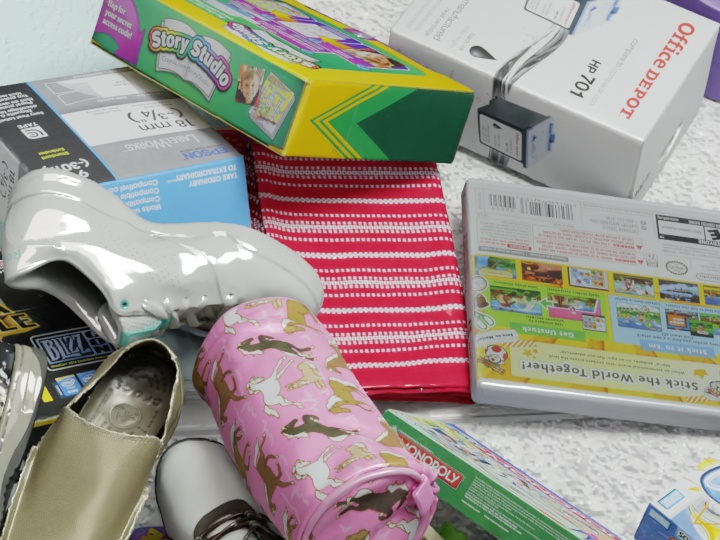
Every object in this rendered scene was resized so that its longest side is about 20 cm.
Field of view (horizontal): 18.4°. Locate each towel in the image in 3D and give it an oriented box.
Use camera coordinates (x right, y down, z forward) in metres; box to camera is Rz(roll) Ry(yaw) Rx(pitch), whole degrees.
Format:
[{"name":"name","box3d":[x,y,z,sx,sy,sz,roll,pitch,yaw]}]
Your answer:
[{"name":"towel","box3d":[0.000,0.000,1.463,0.144,0.023,0.201,2,56,-19]}]

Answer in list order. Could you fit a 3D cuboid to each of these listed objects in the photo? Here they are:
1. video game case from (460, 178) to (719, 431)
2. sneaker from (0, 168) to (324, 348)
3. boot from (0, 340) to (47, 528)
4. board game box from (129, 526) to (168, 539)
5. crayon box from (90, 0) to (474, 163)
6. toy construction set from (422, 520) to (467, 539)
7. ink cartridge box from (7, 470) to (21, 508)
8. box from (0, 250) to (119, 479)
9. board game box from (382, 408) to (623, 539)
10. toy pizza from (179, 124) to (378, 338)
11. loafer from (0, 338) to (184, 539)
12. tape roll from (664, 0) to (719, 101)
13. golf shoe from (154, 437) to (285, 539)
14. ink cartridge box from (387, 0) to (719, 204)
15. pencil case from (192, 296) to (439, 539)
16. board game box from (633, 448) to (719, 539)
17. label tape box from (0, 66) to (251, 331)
[{"name":"video game case","box3d":[0.168,0.022,1.481,0.199,0.023,0.183,7,48,-9]},{"name":"sneaker","box3d":[-0.120,0.013,1.321,0.199,0.075,0.089,17,48,-14]},{"name":"boot","box3d":[-0.268,0.108,1.201,0.153,0.073,0.204,24,61,-15]},{"name":"board game box","box3d":[-0.115,0.219,1.277,0.158,0.039,0.200,35,54,22]},{"name":"crayon box","box3d":[-0.053,-0.136,1.504,0.200,0.059,0.172,31,21,37]},{"name":"toy construction set","box3d":[0.050,0.191,1.255,0.092,0.131,0.200,-41,34,4]},{"name":"ink cartridge box","box3d":[-0.228,0.125,1.332,0.099,0.039,0.200,19,38,11]},{"name":"box","box3d":[-0.243,0.060,1.343,0.199,0.049,0.160,-11,45,-28]},{"name":"board game box","box3d":[0.107,0.150,1.311,0.200,0.135,0.029,33,94,20]},{"name":"toy pizza","box3d":[-0.073,-0.033,1.507,0.199,0.032,0.201,3,49,-4]},{"name":"loafer","box3d":[-0.153,0.113,1.236,0.076,0.068,0.200,18,49,2]},{"name":"tape roll","box3d":[0.305,-0.219,1.678,0.199,0.085,0.201,3,48,-3]},{"name":"golf shoe","box3d":[-0.060,0.161,1.238,0.078,0.095,0.200,-34,59,-4]},{"name":"ink cartridge box","box3d":[0.136,-0.145,1.594,0.199,0.086,0.147,24,51,16]},{"name":"pencil case","box3d":[-0.028,0.091,1.255,0.086,0.083,0.200,17,20,-33]},{"name":"board game box","box3d":[0.280,0.150,1.364,0.135,0.035,0.200,38,45,23]},{"name":"label tape box","box3d":[-0.154,-0.053,1.428,0.144,0.064,0.200,-13,39,-32]}]
